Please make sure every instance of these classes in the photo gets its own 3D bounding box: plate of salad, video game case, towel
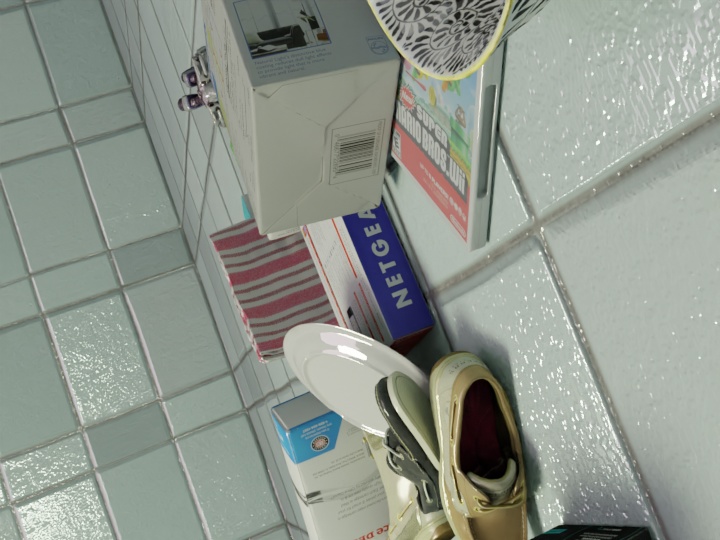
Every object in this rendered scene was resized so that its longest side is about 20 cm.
[{"bbox_3d":[0.011,0.113,0.876,0.198,0.048,0.201,22,147,16],"label":"plate of salad"},{"bbox_3d":[0.058,-0.132,0.637,0.202,0.017,0.143,87,158,-44],"label":"video game case"},{"bbox_3d":[-0.093,0.005,1.063,0.030,0.145,0.201,85,160,-62],"label":"towel"}]

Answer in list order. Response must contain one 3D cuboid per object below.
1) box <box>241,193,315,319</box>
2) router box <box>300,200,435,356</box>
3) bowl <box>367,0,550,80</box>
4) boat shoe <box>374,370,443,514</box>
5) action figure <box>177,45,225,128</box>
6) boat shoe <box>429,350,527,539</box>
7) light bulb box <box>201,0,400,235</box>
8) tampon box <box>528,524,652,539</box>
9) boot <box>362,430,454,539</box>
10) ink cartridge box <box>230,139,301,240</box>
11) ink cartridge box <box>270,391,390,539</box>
[{"bbox_3d":[-0.085,-0.022,1.125,0.049,0.081,0.202,96,151,-60],"label":"box"},{"bbox_3d":[0.000,0.000,0.925,0.180,0.048,0.202,122,127,-70],"label":"router box"},{"bbox_3d":[0.061,-0.203,0.410,0.201,0.093,0.203,161,90,-74],"label":"bowl"},{"bbox_3d":[0.052,0.170,0.802,0.072,0.067,0.201,-97,-17,-45],"label":"boat shoe"},{"bbox_3d":[-0.249,-0.299,1.393,0.200,0.069,0.132,-152,52,-62],"label":"action figure"},{"bbox_3d":[0.105,0.172,0.727,0.066,0.073,0.203,-158,51,-76],"label":"boat shoe"},{"bbox_3d":[-0.062,-0.178,0.762,0.199,0.123,0.202,98,155,-58],"label":"light bulb box"},{"bbox_3d":[0.112,0.279,0.597,0.150,0.198,0.128,127,122,-72],"label":"tampon box"},{"bbox_3d":[0.050,0.255,1.007,0.156,0.071,0.201,64,156,20],"label":"boot"},{"bbox_3d":[-0.090,-0.149,0.990,0.200,0.083,0.146,111,137,-65],"label":"ink cartridge box"},{"bbox_3d":[-0.014,0.248,1.076,0.086,0.145,0.202,31,138,64],"label":"ink cartridge box"}]
